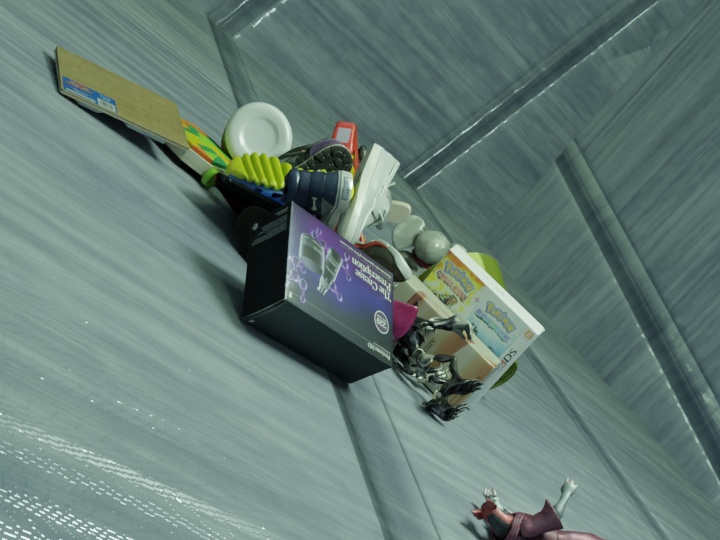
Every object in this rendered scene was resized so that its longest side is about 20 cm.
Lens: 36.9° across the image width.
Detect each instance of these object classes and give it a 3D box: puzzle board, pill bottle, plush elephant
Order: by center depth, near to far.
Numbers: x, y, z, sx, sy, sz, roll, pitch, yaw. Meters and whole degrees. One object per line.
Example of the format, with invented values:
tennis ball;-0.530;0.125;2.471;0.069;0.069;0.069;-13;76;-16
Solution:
puzzle board;-0.344;-0.243;1.548;0.198;0.017;0.151;23;24;-30
pill bottle;-0.180;-0.215;1.825;0.112;0.112;0.200;41;-7;-7
plush elephant;0.122;-0.021;2.126;0.165;0.155;0.200;43;9;5

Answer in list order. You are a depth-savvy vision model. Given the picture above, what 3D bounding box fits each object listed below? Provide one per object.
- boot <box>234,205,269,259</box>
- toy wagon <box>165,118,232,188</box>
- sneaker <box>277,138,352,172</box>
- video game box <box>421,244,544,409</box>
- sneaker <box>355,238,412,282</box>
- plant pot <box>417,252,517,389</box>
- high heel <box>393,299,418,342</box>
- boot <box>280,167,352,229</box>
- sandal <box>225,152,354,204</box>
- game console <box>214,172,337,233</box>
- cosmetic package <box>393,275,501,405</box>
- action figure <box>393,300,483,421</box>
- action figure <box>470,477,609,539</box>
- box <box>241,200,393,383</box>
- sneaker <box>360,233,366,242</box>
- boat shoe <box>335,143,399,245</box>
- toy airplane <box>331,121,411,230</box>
boot;-0.081;-0.005;1.521;0.199;0.074;0.150;39;5;17
toy wagon;-0.251;-0.187;1.703;0.155;0.040;0.200;46;11;17
sneaker;-0.112;-0.151;1.715;0.088;0.197;0.077;-124;-164;-62
video game box;0.168;0.093;1.760;0.200;0.183;0.047;43;23;9
sneaker;0.000;0.000;1.681;0.199;0.082;0.078;12;-38;52
plant pot;0.200;0.107;1.929;0.186;0.186;0.202;31;30;-49
high heel;-0.001;0.030;1.615;0.200;0.096;0.067;49;12;31
boot;-0.070;-0.106;1.522;0.089;0.074;0.200;9;-13;-8
sandal;-0.113;-0.116;1.640;0.197;0.088;0.080;16;37;-15
game console;-0.111;-0.075;1.566;0.198;0.031;0.177;27;-10;8
cosmetic package;0.115;0.113;1.705;0.200;0.104;0.087;43;12;10
action figure;0.111;0.127;1.609;0.101;0.120;0.201;1;39;-27
action figure;0.210;0.330;1.290;0.198;0.134;0.151;26;58;-20
box;-0.047;0.030;1.325;0.199;0.078;0.143;34;47;-39
sneaker;-0.018;-0.045;1.943;0.077;0.073;0.201;48;9;-31
boat shoe;0.015;-0.109;1.693;0.068;0.072;0.202;27;48;-12
toy airplane;-0.044;-0.120;1.798;0.200;0.199;0.141;55;7;0
